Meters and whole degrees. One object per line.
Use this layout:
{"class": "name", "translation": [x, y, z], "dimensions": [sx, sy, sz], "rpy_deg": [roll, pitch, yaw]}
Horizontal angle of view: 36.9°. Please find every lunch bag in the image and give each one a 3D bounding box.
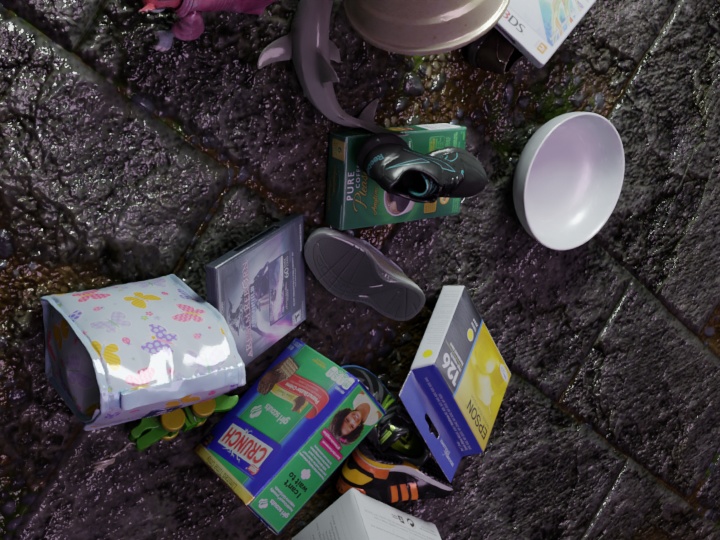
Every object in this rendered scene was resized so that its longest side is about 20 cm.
{"class": "lunch bag", "translation": [-0.241, 0.097, 1.177], "dimensions": [0.168, 0.199, 0.129], "rpy_deg": [-11, 114, -33]}

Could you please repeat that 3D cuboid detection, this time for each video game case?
{"class": "video game case", "translation": [0.225, -0.395, 1.384], "dimensions": [0.182, 0.022, 0.201], "rpy_deg": [41, 80, -6]}
{"class": "video game case", "translation": [-0.121, 0.029, 1.295], "dimensions": [0.200, 0.019, 0.145], "rpy_deg": [-38, 133, -57]}

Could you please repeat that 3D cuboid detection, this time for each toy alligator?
{"class": "toy alligator", "translation": [-0.243, 0.177, 1.305], "dimensions": [0.198, 0.059, 0.055], "rpy_deg": [-23, 78, -26]}

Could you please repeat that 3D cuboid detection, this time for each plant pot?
{"class": "plant pot", "translation": [0.064, -0.375, 1.183], "dimensions": [0.200, 0.200, 0.184], "rpy_deg": [-40, 148, -17]}

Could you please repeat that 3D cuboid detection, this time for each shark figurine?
{"class": "shark figurine", "translation": [-0.033, -0.224, 1.281], "dimensions": [0.128, 0.089, 0.216], "rpy_deg": [-39, 124, -16]}

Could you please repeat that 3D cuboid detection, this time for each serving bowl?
{"class": "serving bowl", "translation": [0.290, -0.134, 1.563], "dimensions": [0.198, 0.066, 0.203], "rpy_deg": [-14, 115, -32]}

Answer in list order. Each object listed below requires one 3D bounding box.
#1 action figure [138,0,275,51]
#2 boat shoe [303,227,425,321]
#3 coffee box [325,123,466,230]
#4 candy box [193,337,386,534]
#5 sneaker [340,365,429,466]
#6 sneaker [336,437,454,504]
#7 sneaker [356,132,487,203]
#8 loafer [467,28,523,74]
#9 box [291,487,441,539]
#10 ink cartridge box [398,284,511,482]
{"class": "action figure", "translation": [-0.149, -0.295, 1.137], "dimensions": [0.199, 0.148, 0.136], "rpy_deg": [-30, 130, -40]}
{"class": "boat shoe", "translation": [0.002, -0.001, 1.413], "dimensions": [0.201, 0.065, 0.075], "rpy_deg": [28, 110, -34]}
{"class": "coffee box", "translation": [0.047, -0.125, 1.402], "dimensions": [0.198, 0.044, 0.125], "rpy_deg": [-11, 113, -33]}
{"class": "candy box", "translation": [-0.092, 0.202, 1.346], "dimensions": [0.200, 0.169, 0.077], "rpy_deg": [-48, 124, -11]}
{"class": "sneaker", "translation": [0.027, 0.199, 1.475], "dimensions": [0.199, 0.083, 0.071], "rpy_deg": [41, 91, -24]}
{"class": "sneaker", "translation": [0.047, 0.306, 1.562], "dimensions": [0.199, 0.070, 0.090], "rpy_deg": [26, 107, -39]}
{"class": "sneaker", "translation": [0.085, -0.111, 1.347], "dimensions": [0.198, 0.080, 0.076], "rpy_deg": [6, 128, -36]}
{"class": "loafer", "translation": [0.233, -0.322, 1.434], "dimensions": [0.200, 0.071, 0.073], "rpy_deg": [-41, 154, -10]}
{"class": "box", "translation": [0.032, 0.440, 1.489], "dimensions": [0.131, 0.201, 0.198], "rpy_deg": [-42, 133, 18]}
{"class": "ink cartridge box", "translation": [0.139, 0.161, 1.526], "dimensions": [0.199, 0.046, 0.201], "rpy_deg": [60, 40, -36]}
